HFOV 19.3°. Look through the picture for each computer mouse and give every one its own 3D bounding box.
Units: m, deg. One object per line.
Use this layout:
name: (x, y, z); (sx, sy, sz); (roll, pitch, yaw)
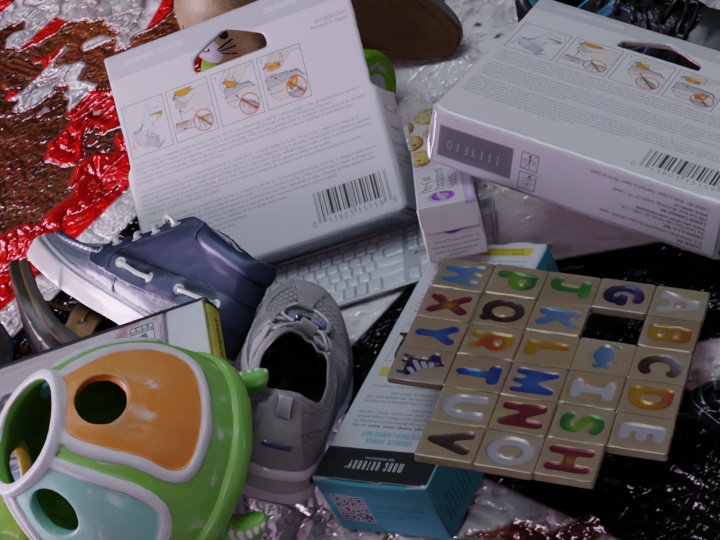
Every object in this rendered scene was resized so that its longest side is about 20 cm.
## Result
computer mouse: (0.153, 0.077, 1.202); (0.199, 0.034, 0.059); (-2, 40, 12)

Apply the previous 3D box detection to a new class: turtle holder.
turtle holder: (-0.147, 0.108, 1.227); (0.185, 0.131, 0.142); (-6, 71, 56)

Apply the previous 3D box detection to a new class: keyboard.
keyboard: (0.000, 0.000, 1.444); (0.199, 0.011, 0.056); (-18, 38, 15)

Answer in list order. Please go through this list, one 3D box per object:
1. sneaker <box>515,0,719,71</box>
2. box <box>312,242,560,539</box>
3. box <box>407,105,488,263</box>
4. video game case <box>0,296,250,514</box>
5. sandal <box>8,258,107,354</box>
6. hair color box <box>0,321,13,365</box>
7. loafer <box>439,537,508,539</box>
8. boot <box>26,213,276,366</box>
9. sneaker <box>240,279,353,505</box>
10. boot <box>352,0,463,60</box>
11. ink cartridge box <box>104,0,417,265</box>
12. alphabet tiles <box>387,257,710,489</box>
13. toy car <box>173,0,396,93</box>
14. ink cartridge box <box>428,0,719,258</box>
sneaker: (0.191, -0.163, 1.448); (0.199, 0.082, 0.073); (4, 45, 35)
box: (0.053, 0.069, 1.295); (0.082, 0.049, 0.201); (2, 47, 34)
box: (0.056, -0.062, 1.406); (0.041, 0.039, 0.200); (-12, 22, 5)
video game case: (-0.169, 0.129, 1.331); (0.199, 0.026, 0.182); (-18, 64, 14)
sandal: (-0.192, 0.055, 1.454); (0.054, 0.082, 0.200); (-21, 33, -19)
hair color box: (-0.350, 0.098, 1.517); (0.199, 0.061, 0.100); (-22, 38, 11)
loafer: (0.001, 0.185, 1.190); (0.199, 0.072, 0.063); (-8, 20, 29)
boot: (-0.141, -0.003, 1.444); (0.200, 0.073, 0.091); (30, 92, 35)
sneaker: (-0.034, 0.058, 1.312); (0.074, 0.082, 0.200); (12, 31, -6)
boot: (0.005, -0.234, 1.661); (0.199, 0.071, 0.146); (24, 28, 9)
ink cartridge box: (-0.070, -0.093, 1.480); (0.199, 0.044, 0.175); (-18, 79, 20)
alphabet tiles: (0.103, 0.056, 1.210); (0.166, 0.008, 0.200); (8, 33, 14)
toy car: (-0.098, -0.171, 1.549); (0.164, 0.201, 0.158); (11, 52, 41)
ink cartridge box: (0.168, -0.096, 1.353); (0.199, 0.044, 0.174); (20, 37, 19)
